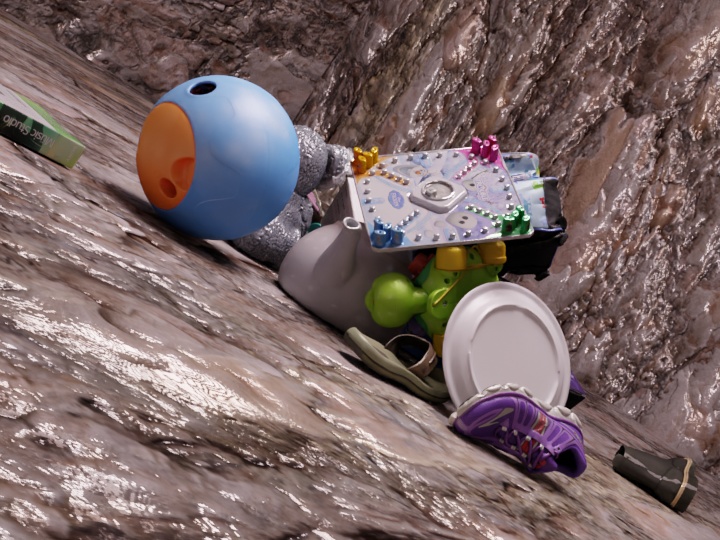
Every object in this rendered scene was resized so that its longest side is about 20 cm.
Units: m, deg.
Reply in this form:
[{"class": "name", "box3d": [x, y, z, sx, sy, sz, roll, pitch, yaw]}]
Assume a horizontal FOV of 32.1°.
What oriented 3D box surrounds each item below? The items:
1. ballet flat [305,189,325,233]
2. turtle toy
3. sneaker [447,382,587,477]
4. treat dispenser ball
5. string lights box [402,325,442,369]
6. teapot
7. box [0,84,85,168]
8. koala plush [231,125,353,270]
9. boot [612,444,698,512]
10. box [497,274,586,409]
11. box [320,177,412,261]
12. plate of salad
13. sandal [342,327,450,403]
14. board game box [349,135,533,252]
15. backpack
[{"class": "ballet flat", "box3d": [-0.075, -0.080, 1.907, 0.071, 0.069, 0.200, -41, 110, -56]}, {"class": "turtle toy", "box3d": [0.097, 0.032, 1.561, 0.200, 0.146, 0.101, -5, 11, -43]}, {"class": "sneaker", "box3d": [0.190, 0.188, 1.426, 0.200, 0.081, 0.083, 19, 39, -32]}, {"class": "treat dispenser ball", "box3d": [-0.174, -0.137, 1.533, 0.201, 0.201, 0.201, 33, 4, -3]}, {"class": "string lights box", "box3d": [0.105, 0.103, 1.833, 0.200, 0.059, 0.103, 33, 4, 6]}, {"class": "teapot", "box3d": [0.000, 0.000, 1.649, 0.197, 0.146, 0.200, 31, 4, -26]}, {"class": "box", "box3d": [-0.428, -0.194, 1.440, 0.200, 0.036, 0.144, 27, 7, -45]}, {"class": "koala plush", "box3d": [-0.112, -0.118, 1.779, 0.177, 0.200, 0.184, 32, 5, -16]}, {"class": "boot", "box3d": [0.479, 0.321, 2.072, 0.138, 0.078, 0.200, 29, 3, 6]}, {"class": "box", "box3d": [0.190, 0.108, 1.679, 0.148, 0.104, 0.200, 24, 33, -58]}, {"class": "box", "box3d": [0.056, -0.045, 1.832, 0.200, 0.101, 0.113, 12, 46, -23]}, {"class": "plate of salad", "box3d": [0.174, 0.113, 1.520, 0.200, 0.200, 0.048, 31, -25, -25]}, {"class": "sandal", "box3d": [0.058, 0.104, 1.474, 0.080, 0.057, 0.201, 37, 3, 39]}, {"class": "board game box", "box3d": [0.098, -0.101, 1.574, 0.200, 0.026, 0.200, -6, 39, -6]}, {"class": "backpack", "box3d": [0.163, -0.071, 1.707, 0.200, 0.147, 0.183, -6, -20, -4]}]
